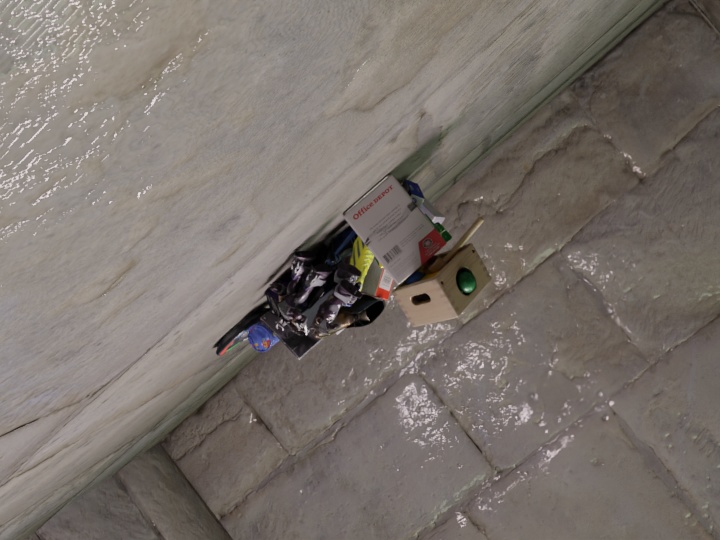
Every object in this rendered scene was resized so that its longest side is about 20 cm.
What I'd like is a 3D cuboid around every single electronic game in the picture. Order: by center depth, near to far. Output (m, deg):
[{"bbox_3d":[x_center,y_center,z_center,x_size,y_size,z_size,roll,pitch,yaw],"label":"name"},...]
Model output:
[{"bbox_3d":[-0.331,0.175,1.733,0.199,0.042,0.200,-40,178,-2],"label":"electronic game"}]

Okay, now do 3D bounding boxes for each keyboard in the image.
[{"bbox_3d":[-0.089,-0.005,1.443,0.128,0.020,0.201,-55,-160,25],"label":"keyboard"}]

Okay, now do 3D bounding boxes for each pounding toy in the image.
[{"bbox_3d":[0.197,0.005,1.385,0.184,0.143,0.199,-40,-168,-36],"label":"pounding toy"}]

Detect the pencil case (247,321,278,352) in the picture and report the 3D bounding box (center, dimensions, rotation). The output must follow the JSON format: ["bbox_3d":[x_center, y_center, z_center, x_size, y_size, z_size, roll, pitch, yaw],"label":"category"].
[{"bbox_3d":[-0.244,0.162,1.699,0.086,0.079,0.200,-19,-174,21],"label":"pencil case"}]

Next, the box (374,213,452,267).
[{"bbox_3d":[0.122,-0.081,1.535,0.197,0.049,0.118,-19,-150,-6],"label":"box"}]

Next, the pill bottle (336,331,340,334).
[{"bbox_3d":[-0.103,0.095,1.896,0.112,0.201,0.112,-39,177,-2],"label":"pill bottle"}]

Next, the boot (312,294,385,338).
[{"bbox_3d":[-0.028,0.113,1.532,0.199,0.076,0.096,-31,-163,-34],"label":"boot"}]

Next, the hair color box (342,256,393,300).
[{"bbox_3d":[0.000,0.000,1.623,0.064,0.198,0.113,22,85,-49],"label":"hair color box"}]

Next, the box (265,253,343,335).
[{"bbox_3d":[-0.118,0.052,1.533,0.199,0.140,0.080,-39,140,-31],"label":"box"}]

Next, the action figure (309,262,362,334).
[{"bbox_3d":[-0.055,0.074,1.348,0.201,0.068,0.131,122,-12,-50],"label":"action figure"}]

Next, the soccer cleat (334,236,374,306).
[{"bbox_3d":[0.000,-0.006,1.444,0.203,0.064,0.084,-65,-155,7],"label":"soccer cleat"}]

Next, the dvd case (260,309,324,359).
[{"bbox_3d":[-0.138,0.116,1.572,0.199,0.148,0.016,-39,163,-31],"label":"dvd case"}]

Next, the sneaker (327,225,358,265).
[{"bbox_3d":[-0.004,-0.076,1.497,0.200,0.078,0.070,-46,-157,15],"label":"sneaker"}]

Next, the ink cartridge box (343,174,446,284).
[{"bbox_3d":[0.077,-0.093,1.379,0.146,0.201,0.083,-39,-179,3],"label":"ink cartridge box"}]

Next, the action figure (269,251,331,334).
[{"bbox_3d":[-0.147,0.055,1.351,0.069,0.130,0.201,-14,141,-54],"label":"action figure"}]

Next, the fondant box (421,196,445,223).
[{"bbox_3d":[0.127,-0.116,1.714,0.058,0.144,0.201,-5,134,-50],"label":"fondant box"}]

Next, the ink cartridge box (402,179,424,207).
[{"bbox_3d":[0.103,-0.133,1.631,0.095,0.044,0.202,-103,-146,-57],"label":"ink cartridge box"}]
